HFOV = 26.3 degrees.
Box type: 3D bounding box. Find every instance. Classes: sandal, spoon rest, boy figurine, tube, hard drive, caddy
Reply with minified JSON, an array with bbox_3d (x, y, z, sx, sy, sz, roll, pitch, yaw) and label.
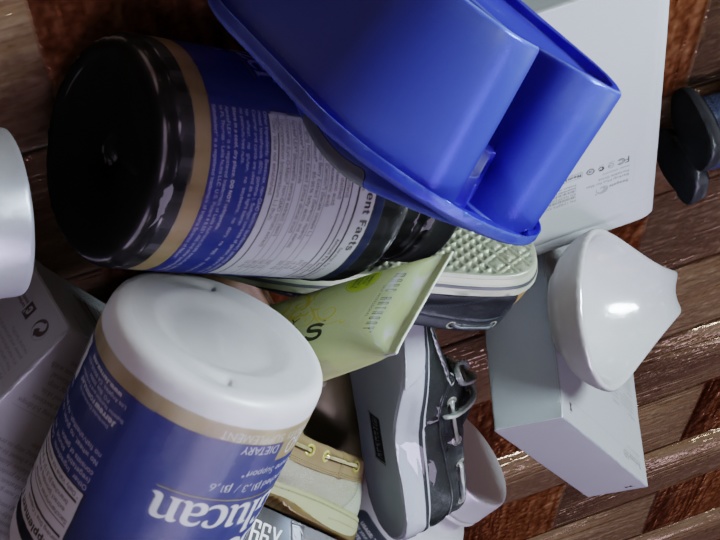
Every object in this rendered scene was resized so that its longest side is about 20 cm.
[{"bbox_3d":[-0.017,0.065,1.042,0.078,0.070,0.212,18,110,-32],"label":"sandal"},{"bbox_3d":[0.165,0.020,0.982,0.061,0.099,0.200,-7,-178,21],"label":"spoon rest"},{"bbox_3d":[0.292,-0.094,1.002,0.200,0.064,0.124,-9,145,-18],"label":"boy figurine"},{"bbox_3d":[-0.038,0.038,0.816,0.052,0.058,0.200,10,159,-44],"label":"tube"},{"bbox_3d":[0.111,-0.084,0.889,0.132,0.026,0.200,-19,141,-9],"label":"hard drive"},{"bbox_3d":[0.017,-0.089,0.684,0.141,0.200,0.105,19,114,-48],"label":"caddy"}]

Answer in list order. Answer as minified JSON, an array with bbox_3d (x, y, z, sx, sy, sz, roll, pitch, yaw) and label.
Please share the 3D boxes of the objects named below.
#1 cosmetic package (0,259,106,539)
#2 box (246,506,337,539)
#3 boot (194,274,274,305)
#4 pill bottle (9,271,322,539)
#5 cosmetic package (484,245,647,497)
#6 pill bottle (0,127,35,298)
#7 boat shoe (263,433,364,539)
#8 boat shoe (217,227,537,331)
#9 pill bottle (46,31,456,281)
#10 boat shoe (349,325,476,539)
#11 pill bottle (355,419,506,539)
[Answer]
[{"bbox_3d":[-0.202,0.099,0.822,0.200,0.071,0.101,-45,137,5],"label":"cosmetic package"},{"bbox_3d":[-0.135,0.174,1.007,0.158,0.050,0.200,30,154,-29],"label":"box"},{"bbox_3d":[-0.155,0.040,0.906,0.200,0.066,0.175,-27,154,0],"label":"boot"},{"bbox_3d":[-0.107,0.110,0.763,0.111,0.111,0.200,5,122,-41],"label":"pill bottle"},{"bbox_3d":[0.138,0.058,1.044,0.052,0.151,0.200,-15,154,20],"label":"cosmetic package"},{"bbox_3d":[-0.253,-0.016,0.681,0.200,0.112,0.112,-7,147,-26],"label":"pill bottle"},{"bbox_3d":[-0.069,0.109,0.961,0.074,0.066,0.200,0,153,39],"label":"boat shoe"},{"bbox_3d":[0.000,0.000,0.885,0.200,0.075,0.062,5,137,-7],"label":"boat shoe"},{"bbox_3d":[-0.046,-0.051,0.775,0.200,0.112,0.112,4,141,-41],"label":"pill bottle"},{"bbox_3d":[0.040,0.082,0.989,0.068,0.074,0.199,-20,118,-25],"label":"boat shoe"},{"bbox_3d":[0.012,0.199,1.221,0.200,0.120,0.120,-37,148,23],"label":"pill bottle"}]
